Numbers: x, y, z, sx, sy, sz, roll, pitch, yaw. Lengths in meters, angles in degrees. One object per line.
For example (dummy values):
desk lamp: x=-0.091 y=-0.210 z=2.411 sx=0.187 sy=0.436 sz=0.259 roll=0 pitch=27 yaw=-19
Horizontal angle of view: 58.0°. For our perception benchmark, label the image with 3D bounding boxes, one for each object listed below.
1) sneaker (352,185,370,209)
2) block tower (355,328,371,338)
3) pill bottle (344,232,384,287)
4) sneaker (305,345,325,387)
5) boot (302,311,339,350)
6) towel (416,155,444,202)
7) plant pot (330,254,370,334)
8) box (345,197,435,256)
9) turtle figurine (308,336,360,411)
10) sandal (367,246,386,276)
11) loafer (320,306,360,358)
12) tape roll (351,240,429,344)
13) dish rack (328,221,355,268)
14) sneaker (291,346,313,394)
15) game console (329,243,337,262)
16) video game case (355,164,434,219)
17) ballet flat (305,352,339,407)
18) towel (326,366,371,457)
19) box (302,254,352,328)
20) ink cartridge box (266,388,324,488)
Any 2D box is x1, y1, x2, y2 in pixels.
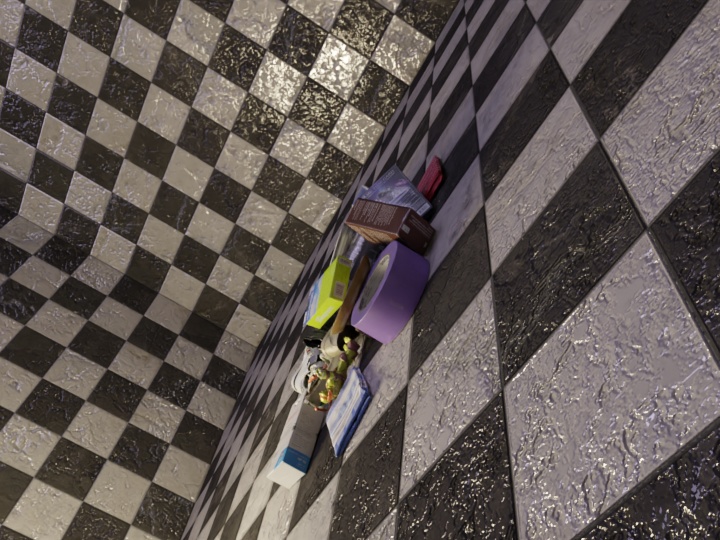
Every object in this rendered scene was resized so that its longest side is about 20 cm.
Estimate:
sneaker: x=0.068 y=-0.136 z=1.703 sx=0.199 sy=0.114 sz=0.082 roll=44 pitch=108 yaw=42
block tower: x=0.045 y=0.056 z=1.537 sx=0.204 sy=0.053 sz=0.058 roll=-64 pitch=11 yaw=-4
pill bottle: x=0.000 y=0.000 z=1.750 sx=0.204 sy=0.112 sz=0.114 roll=-63 pitch=10 yaw=-4
sneaker: x=-0.121 y=0.252 z=1.783 sx=0.075 sy=0.087 sz=0.203 roll=-52 pitch=15 yaw=36
boot: x=-0.108 y=0.158 z=1.758 sx=0.129 sy=0.069 sz=0.198 roll=-31 pitch=14 yaw=-27
towel: x=0.173 y=-0.215 z=1.697 sx=0.147 sy=0.022 sz=0.201 roll=-61 pitch=8 yaw=21
plant pot: x=-0.019 y=0.062 z=1.531 sx=0.200 sy=0.027 sz=0.205 roll=26 pitch=-92 yaw=-88
box: x=0.065 y=-0.102 z=1.482 sx=0.198 sy=0.099 sz=0.076 roll=21 pitch=79 yaw=50
turtle figurine: x=-0.054 y=0.237 z=1.486 sx=0.164 sy=0.063 sz=0.202 roll=-60 pitch=-24 yaw=-25
sandal: x=0.043 y=0.000 z=1.611 sx=0.048 sy=0.075 sz=0.204 roll=35 pitch=101 yaw=35
loafer: x=-0.023 y=0.134 z=1.637 sx=0.067 sy=0.076 sz=0.203 roll=2 pitch=56 yaw=52
tape roll: x=0.062 y=0.046 z=1.383 sx=0.203 sy=0.083 sz=0.201 roll=-59 pitch=11 yaw=18
dish rack: x=-0.044 y=-0.059 z=1.856 sx=0.200 sy=0.042 sz=0.177 roll=-64 pitch=-9 yaw=-76
sneaker: x=-0.128 y=0.262 z=1.878 sx=0.080 sy=0.075 sz=0.205 roll=-7 pitch=59 yaw=64
game console: x=-0.012 y=-0.047 z=1.935 sx=0.203 sy=0.116 sz=0.172 roll=-58 pitch=10 yaw=24
video game case: x=0.081 y=-0.160 z=1.607 sx=0.142 sy=0.019 sz=0.201 roll=-42 pitch=46 yaw=7
ballet flat: x=-0.087 y=0.249 z=1.669 sx=0.204 sy=0.068 sz=0.069 roll=-64 pitch=10 yaw=-12
towel: x=-0.029 y=0.291 z=1.369 sx=0.150 sy=0.023 sz=0.200 roll=-63 pitch=10 yaw=2
box: x=-0.086 y=0.062 z=1.660 sx=0.200 sy=0.046 sz=0.125 roll=133 pitch=153 yaw=-55
ink cartridge box: x=-0.149 y=0.403 z=1.569 sx=0.116 sy=0.065 sz=0.203 roll=-52 pitch=15 yaw=47
